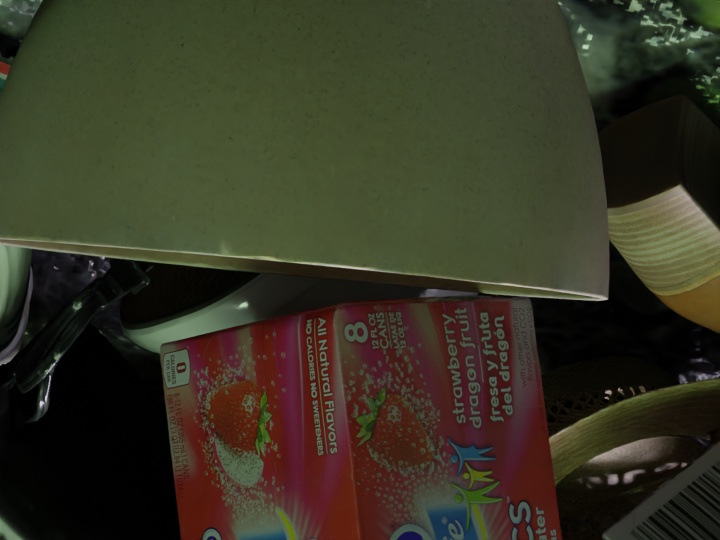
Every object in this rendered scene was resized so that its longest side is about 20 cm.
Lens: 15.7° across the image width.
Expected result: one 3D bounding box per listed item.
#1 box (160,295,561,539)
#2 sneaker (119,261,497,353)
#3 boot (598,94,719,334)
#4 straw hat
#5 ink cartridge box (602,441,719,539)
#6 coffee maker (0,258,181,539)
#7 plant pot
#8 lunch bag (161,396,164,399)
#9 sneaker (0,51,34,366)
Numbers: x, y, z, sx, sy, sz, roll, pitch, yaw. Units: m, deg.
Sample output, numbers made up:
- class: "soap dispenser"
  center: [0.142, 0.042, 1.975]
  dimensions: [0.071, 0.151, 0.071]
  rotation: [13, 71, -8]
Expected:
- class: "box"
  center: [0.006, 0.113, 0.892]
  dimensions: [0.095, 0.201, 0.100]
  rotation: [-1, 172, -42]
- class: "sneaker"
  center: [0.000, 0.000, 0.965]
  dimensions: [0.200, 0.073, 0.085]
  rotation: [-22, 130, 34]
- class: "boot"
  center: [0.192, -0.016, 0.901]
  dimensions: [0.200, 0.074, 0.155]
  rotation: [-9, 145, 41]
- class: "straw hat"
  center: [0.103, 0.080, 1.024]
  dimensions: [0.200, 0.085, 0.201]
  rotation: [-12, 138, -11]
- class: "ink cartridge box"
  center: [0.153, 0.137, 0.980]
  dimensions: [0.050, 0.109, 0.200]
  rotation: [41, 158, 35]
- class: "coffee maker"
  center: [-0.080, 0.125, 0.974]
  dimensions: [0.200, 0.135, 0.192]
  rotation: [43, 151, -6]
- class: "plant pot"
  center: [-0.017, -0.066, 0.809]
  dimensions: [0.200, 0.135, 0.200]
  rotation: [5, 179, 0]
- class: "lunch bag"
  center: [-0.133, 0.118, 1.150]
  dimensions: [0.199, 0.077, 0.161]
  rotation: [10, 143, 0]
- class: "sneaker"
  center: [-0.162, 0.006, 0.996]
  dimensions: [0.070, 0.094, 0.200]
  rotation: [14, 143, -5]
